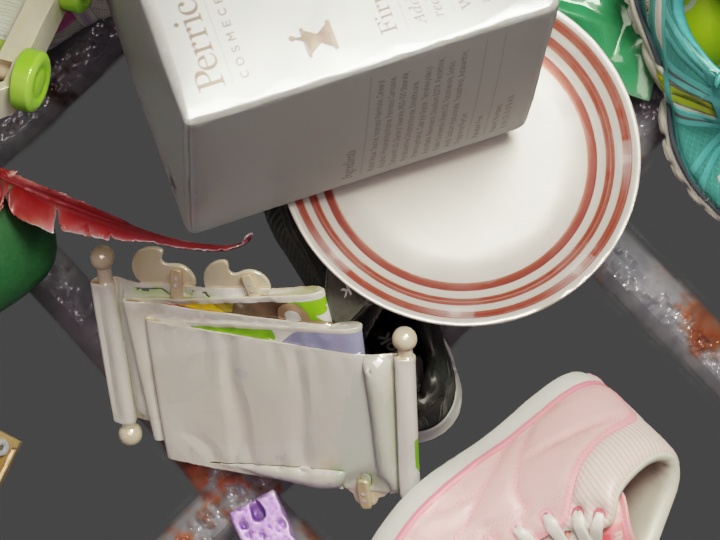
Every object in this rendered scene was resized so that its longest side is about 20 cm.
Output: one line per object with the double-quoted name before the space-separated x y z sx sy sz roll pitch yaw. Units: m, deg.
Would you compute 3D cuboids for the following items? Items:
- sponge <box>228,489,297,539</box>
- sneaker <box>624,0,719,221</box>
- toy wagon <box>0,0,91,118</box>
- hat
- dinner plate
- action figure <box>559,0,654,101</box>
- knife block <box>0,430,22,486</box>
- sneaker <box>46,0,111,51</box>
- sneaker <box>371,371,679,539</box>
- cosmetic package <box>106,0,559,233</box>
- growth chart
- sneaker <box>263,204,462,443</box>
"sponge" -0.018 0.216 1.440 0.030 0.112 0.201 -24 85 -4
"sneaker" 0.203 -0.099 1.468 0.077 0.080 0.201 -32 112 -10
"toy wagon" -0.232 -0.121 1.382 0.154 0.040 0.201 14 58 11
"hat" -0.180 -0.035 1.452 0.175 0.166 0.201 -19 66 -14
"dinner plate" 0.054 -0.063 1.453 0.198 0.024 0.202 1 70 -3
"action figure" 0.080 -0.176 1.507 0.198 0.055 0.119 14 86 -3
"knife block" -0.311 0.068 1.488 0.200 0.175 0.064 31 84 -42
"sneaker" -0.201 -0.152 1.497 0.199 0.088 0.082 -12 56 -20
"sneaker" 0.089 0.145 1.435 0.200 0.076 0.104 -41 44 -15
"cosmetic package" -0.023 -0.146 1.377 0.199 0.166 0.168 -19 74 -9
"growth chart" -0.056 0.059 1.448 0.199 0.018 0.146 13 123 16
"sneaker" 0.000 0.000 1.471 0.066 0.091 0.201 -27 85 -4
